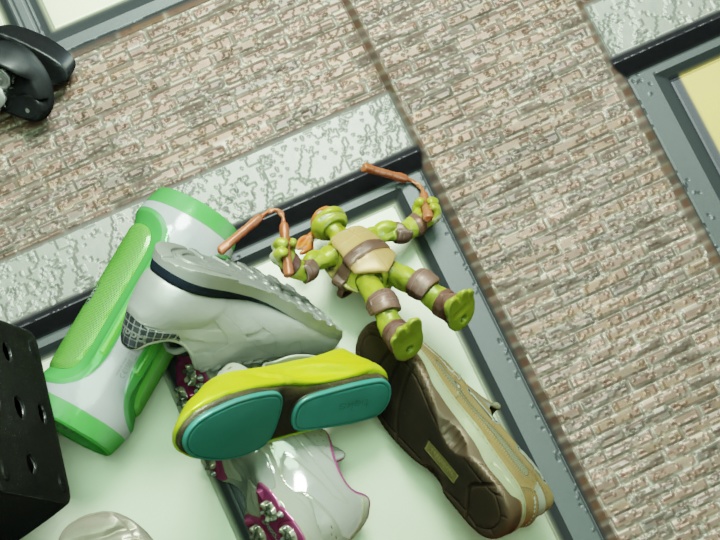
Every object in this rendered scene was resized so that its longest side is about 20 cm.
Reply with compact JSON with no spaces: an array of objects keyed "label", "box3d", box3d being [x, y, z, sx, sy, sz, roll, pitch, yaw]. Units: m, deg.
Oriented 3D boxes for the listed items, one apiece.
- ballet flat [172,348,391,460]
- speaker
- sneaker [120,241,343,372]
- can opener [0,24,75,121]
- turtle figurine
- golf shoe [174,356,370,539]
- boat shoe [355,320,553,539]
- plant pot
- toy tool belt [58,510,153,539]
[{"label":"ballet flat","box3d":[-0.068,0.094,1.572,0.200,0.067,0.067,-10,40,-38]},{"label":"speaker","box3d":[-0.174,0.039,1.626,0.088,0.088,0.200,28,76,6]},{"label":"sneaker","box3d":[-0.097,0.039,1.598,0.076,0.200,0.081,32,99,45]},{"label":"can opener","box3d":[-0.332,-0.173,1.700,0.200,0.079,0.063,18,114,6]},{"label":"turtle figurine","box3d":[0.000,0.000,1.625,0.200,0.064,0.161,-18,49,-36]},{"label":"golf shoe","box3d":[-0.069,0.136,1.621,0.091,0.075,0.200,-23,73,-32]},{"label":"boat shoe","box3d":[0.074,0.117,1.630,0.076,0.072,0.200,-17,63,-41]},{"label":"plant pot","box3d":[-0.324,0.121,1.522,0.177,0.200,0.200,-18,76,10]},{"label":"toy tool belt","box3d":[-0.224,0.258,1.559,0.200,0.123,0.125,-21,70,1]}]
